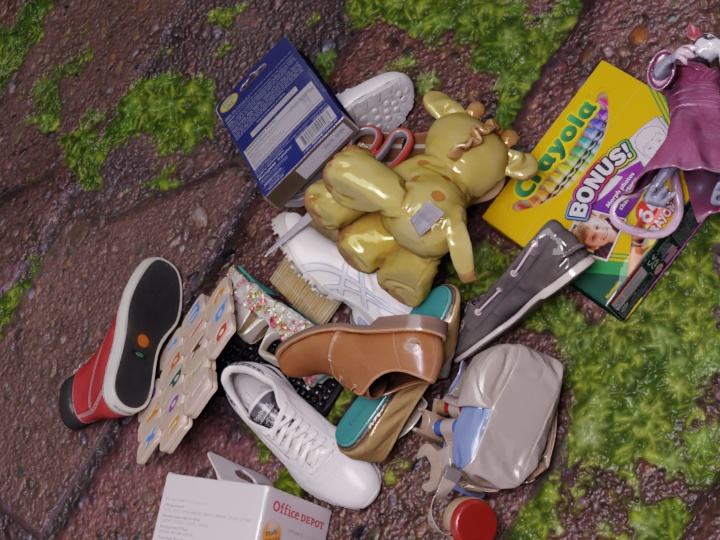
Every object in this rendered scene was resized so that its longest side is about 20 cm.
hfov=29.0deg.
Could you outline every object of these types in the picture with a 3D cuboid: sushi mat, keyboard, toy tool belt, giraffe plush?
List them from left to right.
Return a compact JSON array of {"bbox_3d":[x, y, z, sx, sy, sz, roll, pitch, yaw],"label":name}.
[{"bbox_3d":[-0.111,0.106,1.499,0.200,0.040,0.104,24,82,36],"label":"keyboard"},{"bbox_3d":[-0.022,-0.032,1.478,0.096,0.012,0.200,52,120,31],"label":"sushi mat"},{"bbox_3d":[0.069,-0.084,1.323,0.162,0.173,0.200,-49,18,-28],"label":"giraffe plush"},{"bbox_3d":[0.111,0.164,1.317,0.123,0.125,0.200,-13,53,67],"label":"toy tool belt"}]

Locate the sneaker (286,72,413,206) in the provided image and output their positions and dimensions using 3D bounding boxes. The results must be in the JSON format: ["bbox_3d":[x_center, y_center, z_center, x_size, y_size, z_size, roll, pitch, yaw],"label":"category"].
[{"bbox_3d":[-0.032,-0.160,1.539,0.200,0.076,0.081,-36,48,10],"label":"sneaker"}]

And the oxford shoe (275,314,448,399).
[{"bbox_3d":[-0.007,0.089,1.333,0.200,0.071,0.071,-10,67,40],"label":"oxford shoe"}]

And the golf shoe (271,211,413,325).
[{"bbox_3d":[0.000,0.000,1.420,0.200,0.078,0.097,46,106,1],"label":"golf shoe"}]

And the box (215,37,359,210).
[{"bbox_3d":[-0.083,-0.164,1.508,0.121,0.032,0.200,-45,40,11],"label":"box"}]

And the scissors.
[{"bbox_3d":[-0.018,-0.078,1.407,0.073,0.014,0.200,20,58,27],"label":"scissors"}]

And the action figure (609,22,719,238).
[{"bbox_3d":[0.313,-0.137,1.272,0.149,0.134,0.200,124,157,-51],"label":"action figure"}]

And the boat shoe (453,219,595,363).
[{"bbox_3d":[0.144,0.020,1.334,0.057,0.067,0.200,56,133,9],"label":"boat shoe"}]

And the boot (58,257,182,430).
[{"bbox_3d":[-0.282,0.083,1.594,0.144,0.072,0.200,-21,45,45],"label":"boot"}]

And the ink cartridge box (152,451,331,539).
[{"bbox_3d":[-0.124,0.290,1.375,0.125,0.129,0.200,2,72,30],"label":"ink cartridge box"}]

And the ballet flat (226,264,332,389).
[{"bbox_3d":[-0.094,0.059,1.477,0.064,0.076,0.200,-48,48,-9],"label":"ballet flat"}]

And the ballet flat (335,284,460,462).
[{"bbox_3d":[0.049,0.104,1.370,0.200,0.063,0.069,-55,32,10],"label":"ballet flat"}]

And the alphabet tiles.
[{"bbox_3d":[-0.184,0.107,1.484,0.196,0.015,0.200,-56,21,19],"label":"alphabet tiles"}]

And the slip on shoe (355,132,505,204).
[{"bbox_3d":[0.073,-0.103,1.455,0.200,0.061,0.076,7,76,39],"label":"slip on shoe"}]

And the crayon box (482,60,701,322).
[{"bbox_3d":[0.246,-0.080,1.359,0.173,0.058,0.200,39,92,35],"label":"crayon box"}]

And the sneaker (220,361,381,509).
[{"bbox_3d":[-0.065,0.168,1.405,0.200,0.081,0.076,39,87,18],"label":"sneaker"}]
